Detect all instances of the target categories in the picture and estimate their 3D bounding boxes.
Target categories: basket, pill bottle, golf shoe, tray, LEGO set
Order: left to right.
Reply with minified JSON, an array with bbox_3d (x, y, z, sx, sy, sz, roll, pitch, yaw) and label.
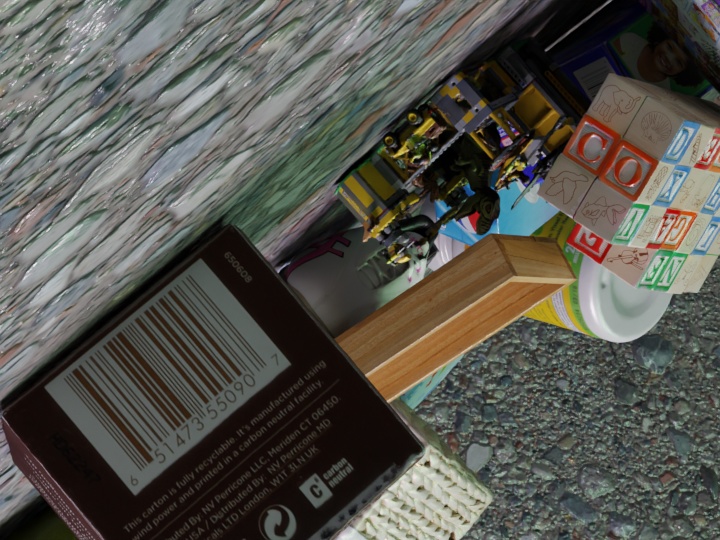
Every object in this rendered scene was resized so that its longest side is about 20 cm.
[{"bbox_3d":[0.000,0.000,1.641,0.092,0.073,0.200,-38,-177,17],"label":"golf shoe"},{"bbox_3d":[0.010,0.171,1.976,0.123,0.136,0.200,-45,152,1],"label":"basket"},{"bbox_3d":[0.035,0.042,1.550,0.200,0.037,0.099,-35,163,24],"label":"tray"},{"bbox_3d":[0.086,-0.059,1.519,0.154,0.116,0.200,-43,175,16],"label":"LEGO set"},{"bbox_3d":[0.143,-0.018,1.887,0.200,0.111,0.111,16,-136,43],"label":"pill bottle"}]

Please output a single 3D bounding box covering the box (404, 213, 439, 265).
[{"bbox_3d":[-0.039,0.046,1.875,0.200,0.050,0.158,-40,175,-17],"label":"box"}]

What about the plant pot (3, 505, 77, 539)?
[{"bbox_3d":[-0.202,0.252,1.753,0.193,0.200,0.200,-52,-179,-28],"label":"plant pot"}]

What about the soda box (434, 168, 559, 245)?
[{"bbox_3d":[0.141,-0.093,1.826,0.200,0.064,0.068,-39,137,-36],"label":"soda box"}]

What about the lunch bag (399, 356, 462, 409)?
[{"bbox_3d":[0.008,0.088,2.164,0.170,0.128,0.200,-43,165,17],"label":"lunch bag"}]

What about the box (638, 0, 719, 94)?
[{"bbox_3d":[0.213,-0.166,1.454,0.039,0.137,0.200,-41,176,0],"label":"box"}]

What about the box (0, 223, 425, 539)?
[{"bbox_3d":[-0.085,0.102,1.328,0.166,0.164,0.200,-40,175,-11],"label":"box"}]

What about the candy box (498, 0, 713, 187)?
[{"bbox_3d":[0.202,-0.154,1.656,0.200,0.077,0.169,-39,-171,-30],"label":"candy box"}]

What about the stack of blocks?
[{"bbox_3d":[0.184,-0.051,1.488,0.115,0.059,0.200,-61,156,12],"label":"stack of blocks"}]
